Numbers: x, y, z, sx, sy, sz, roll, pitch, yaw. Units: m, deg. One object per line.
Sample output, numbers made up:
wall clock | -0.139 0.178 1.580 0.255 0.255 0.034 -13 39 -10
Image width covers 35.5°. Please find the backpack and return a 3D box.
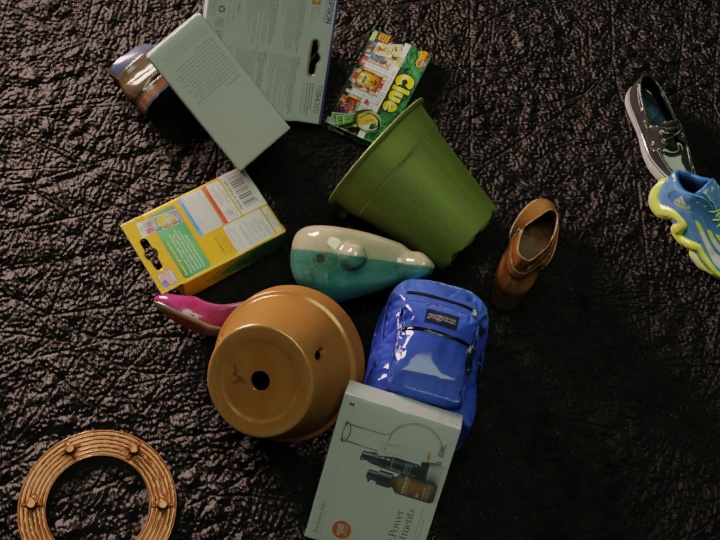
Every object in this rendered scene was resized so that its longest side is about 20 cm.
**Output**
backpack | 0.095 0.111 1.482 0.160 0.168 0.202 18 56 -4

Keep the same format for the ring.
ring | -0.331 0.295 1.416 0.197 0.019 0.203 3 62 -6

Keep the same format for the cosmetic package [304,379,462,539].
cosmetic package | 0.028 0.255 1.395 0.149 0.052 0.203 17 105 4

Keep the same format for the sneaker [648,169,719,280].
sneaker | 0.512 -0.069 1.658 0.076 0.105 0.200 -39 73 -23

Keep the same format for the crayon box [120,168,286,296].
crayon box | -0.221 -0.048 1.588 0.198 0.052 0.126 -28 69 -20

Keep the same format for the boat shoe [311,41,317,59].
boat shoe | -0.155 -0.330 1.737 0.200 0.063 0.074 -28 72 -18

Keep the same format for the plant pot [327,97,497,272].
plant pot | 0.087 -0.104 1.595 0.190 0.200 0.200 44 65 2

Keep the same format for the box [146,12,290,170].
box | -0.203 -0.255 1.595 0.097 0.124 0.201 -39 107 -1

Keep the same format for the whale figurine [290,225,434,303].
whale figurine | 0.000 0.000 1.546 0.197 0.159 0.105 10 89 5

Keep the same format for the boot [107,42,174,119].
boot | -0.289 -0.328 1.712 0.097 0.075 0.200 39 67 10

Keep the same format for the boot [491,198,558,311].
boot | 0.249 -0.050 1.587 0.073 0.155 0.202 22 62 5

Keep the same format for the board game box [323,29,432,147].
board game box | 0.029 -0.280 1.756 0.104 0.024 0.202 24 63 3

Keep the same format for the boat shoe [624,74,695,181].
boat shoe | 0.473 -0.218 1.752 0.069 0.066 0.202 -9 64 -11

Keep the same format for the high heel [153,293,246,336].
high heel | -0.176 0.044 1.531 0.197 0.067 0.097 18 72 -3

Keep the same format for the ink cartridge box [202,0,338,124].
ink cartridge box | -0.143 -0.330 1.681 0.197 0.043 0.199 7 100 -17

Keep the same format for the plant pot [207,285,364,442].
plant pot | -0.104 0.127 1.411 0.197 0.140 0.203 1 96 13
